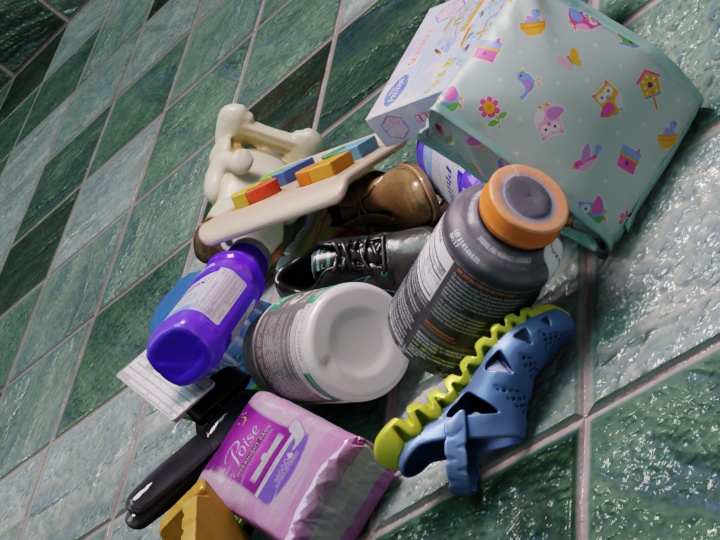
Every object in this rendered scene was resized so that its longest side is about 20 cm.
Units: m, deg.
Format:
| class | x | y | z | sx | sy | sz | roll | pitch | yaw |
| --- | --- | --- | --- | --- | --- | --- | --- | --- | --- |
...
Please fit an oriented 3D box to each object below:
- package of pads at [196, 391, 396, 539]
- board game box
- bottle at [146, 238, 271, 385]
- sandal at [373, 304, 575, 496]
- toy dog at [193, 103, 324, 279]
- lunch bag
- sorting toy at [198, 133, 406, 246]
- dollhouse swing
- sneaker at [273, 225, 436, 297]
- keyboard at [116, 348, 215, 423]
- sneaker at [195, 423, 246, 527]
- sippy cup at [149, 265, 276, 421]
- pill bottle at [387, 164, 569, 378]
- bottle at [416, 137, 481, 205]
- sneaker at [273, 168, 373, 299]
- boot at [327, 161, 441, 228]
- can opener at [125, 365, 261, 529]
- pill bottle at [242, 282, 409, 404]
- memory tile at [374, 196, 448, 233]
| class | x | y | z | sx | sy | sz | roll | pitch | yaw |
| --- | --- | --- | --- | --- | --- | --- | --- | --- | --- |
| package of pads | -0.061 | 0.192 | 1.432 | 0.121 | 0.076 | 0.200 | -56 | 31 | -10 |
| board game box | 0.123 | -0.223 | 1.534 | 0.199 | 0.041 | 0.200 | -16 | 33 | 39 |
| bottle | -0.146 | 0.034 | 1.563 | 0.084 | 0.065 | 0.200 | -40 | 11 | 34 |
| sandal | 0.109 | 0.113 | 1.278 | 0.200 | 0.079 | 0.087 | -45 | 61 | 0 |
| toy dog | -0.145 | -0.079 | 1.900 | 0.194 | 0.139 | 0.200 | -52 | 20 | 36 |
| lunch bag | 0.178 | -0.133 | 1.338 | 0.171 | 0.200 | 0.122 | -56 | -2 | -12 |
| sorting toy | -0.062 | -0.098 | 1.647 | 0.185 | 0.037 | 0.200 | -17 | 15 | 27 |
| dollhouse swing | -0.178 | 0.334 | 1.379 | 0.175 | 0.182 | 0.200 | -24 | 32 | 12 |
| sneaker | 0.000 | 0.000 | 1.564 | 0.200 | 0.079 | 0.076 | -21 | 60 | 34 |
| keyboard | -0.203 | 0.113 | 1.592 | 0.056 | 0.011 | 0.200 | -47 | 25 | -11 |
| sneaker | -0.155 | 0.197 | 1.600 | 0.077 | 0.084 | 0.200 | -51 | 23 | 20 |
| sippy cup | -0.161 | 0.072 | 1.727 | 0.140 | 0.130 | 0.178 | -25 | 36 | 46 |
| pill bottle | 0.104 | -0.002 | 1.305 | 0.200 | 0.106 | 0.106 | 120 | 168 | -49 |
| bottle | 0.122 | -0.077 | 1.472 | 0.065 | 0.084 | 0.200 | -27 | 36 | -11 |
| sneaker | -0.017 | -0.045 | 1.713 | 0.090 | 0.078 | 0.200 | -4 | 53 | 41 |
| boot | 0.021 | -0.066 | 1.589 | 0.075 | 0.074 | 0.200 | -23 | 8 | -19 |
| can opener | -0.161 | 0.182 | 1.522 | 0.078 | 0.063 | 0.200 | 26 | 55 | 24 |
| pill bottle | -0.040 | 0.075 | 1.515 | 0.113 | 0.113 | 0.200 | -61 | 18 | -18 |
| memory tile | 0.093 | -0.086 | 1.624 | 0.200 | 0.017 | 0.153 | -46 | 25 | 15 |
